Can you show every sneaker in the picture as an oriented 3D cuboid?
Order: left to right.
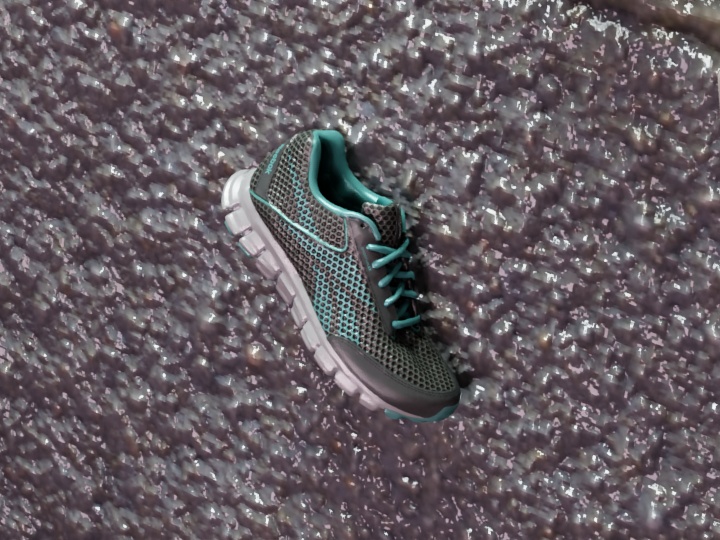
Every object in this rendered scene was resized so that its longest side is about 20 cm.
[{"bbox_3d":[0.000,0.000,1.636,0.200,0.077,0.091,51,124,10],"label":"sneaker"}]

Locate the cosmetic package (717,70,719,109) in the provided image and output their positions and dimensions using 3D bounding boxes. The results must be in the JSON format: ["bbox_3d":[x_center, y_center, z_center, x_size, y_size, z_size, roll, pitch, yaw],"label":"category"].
[{"bbox_3d":[0.289,-0.060,1.397,0.199,0.071,0.106,4,106,36],"label":"cosmetic package"}]
